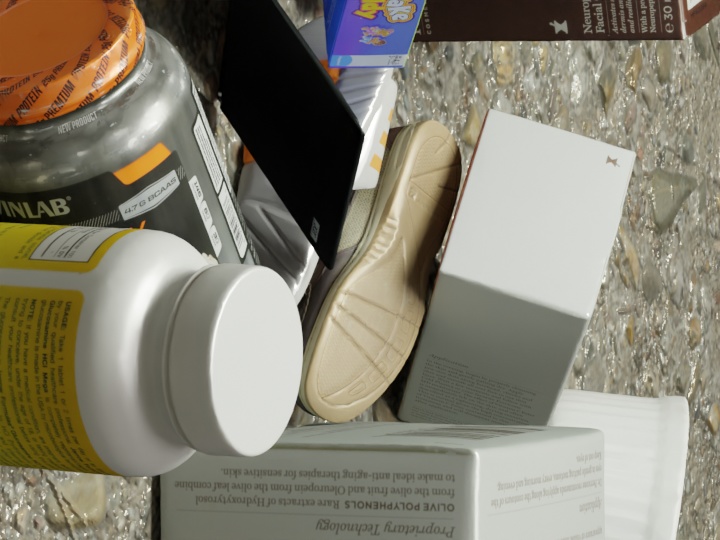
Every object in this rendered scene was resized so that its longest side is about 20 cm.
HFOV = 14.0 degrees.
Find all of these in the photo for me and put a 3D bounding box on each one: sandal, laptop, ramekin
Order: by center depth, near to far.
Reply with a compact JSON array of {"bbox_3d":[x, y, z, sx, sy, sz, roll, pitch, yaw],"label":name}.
[{"bbox_3d":[-0.019,-0.137,1.595,0.177,0.103,0.201,106,6,-65],"label":"laptop"},{"bbox_3d":[-0.030,-0.053,1.696,0.059,0.079,0.207,47,58,-56],"label":"sandal"},{"bbox_3d":[0.156,0.176,1.984,0.200,0.097,0.201,11,90,-89],"label":"ramekin"}]

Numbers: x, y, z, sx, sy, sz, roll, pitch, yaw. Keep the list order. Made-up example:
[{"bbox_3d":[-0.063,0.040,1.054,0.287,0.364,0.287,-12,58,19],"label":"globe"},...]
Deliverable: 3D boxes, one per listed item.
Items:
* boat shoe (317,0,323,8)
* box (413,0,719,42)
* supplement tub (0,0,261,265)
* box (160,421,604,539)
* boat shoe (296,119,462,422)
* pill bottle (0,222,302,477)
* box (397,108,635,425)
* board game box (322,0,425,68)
[{"bbox_3d":[-0.006,-0.251,1.739,0.063,0.071,0.201,-28,120,-58],"label":"boat shoe"},{"bbox_3d":[0.120,-0.201,1.845,0.075,0.199,0.101,-38,124,-55],"label":"box"},{"bbox_3d":[-0.126,-0.036,1.438,0.123,0.122,0.200,-62,143,-43],"label":"supplement tub"},{"bbox_3d":[0.017,0.176,1.653,0.199,0.199,0.172,-1,90,-65],"label":"box"},{"bbox_3d":[0.000,0.000,1.761,0.072,0.065,0.201,37,65,-39],"label":"boat shoe"},{"bbox_3d":[-0.133,0.036,1.336,0.112,0.199,0.113,-12,103,-61],"label":"pill bottle"},{"bbox_3d":[0.095,0.012,1.831,0.200,0.097,0.125,104,3,-60],"label":"box"},{"bbox_3d":[0.011,-0.212,1.574,0.200,0.045,0.135,109,-22,-67],"label":"board game box"}]
